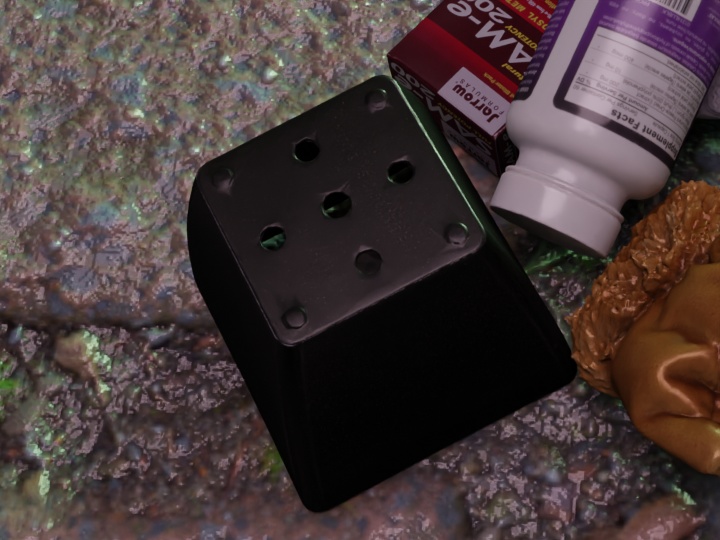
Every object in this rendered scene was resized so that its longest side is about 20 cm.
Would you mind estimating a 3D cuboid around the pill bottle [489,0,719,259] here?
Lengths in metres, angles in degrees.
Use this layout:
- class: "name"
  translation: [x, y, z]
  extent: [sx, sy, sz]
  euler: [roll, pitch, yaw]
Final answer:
- class: "pill bottle"
  translation: [0.160, -0.114, 1.081]
  extent: [0.111, 0.111, 0.201]
  euler: [25, 88, 20]

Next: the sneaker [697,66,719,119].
- class: "sneaker"
  translation: [0.293, -0.128, 1.127]
  extent: [0.200, 0.114, 0.076]
  euler: [1, 80, 48]

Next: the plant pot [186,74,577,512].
- class: "plant pot"
  translation: [0.000, 0.000, 1.060]
  extent: [0.199, 0.178, 0.200]
  euler: [-27, 65, -3]

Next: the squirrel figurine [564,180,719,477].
- class: "squirrel figurine"
  translation: [0.221, 0.006, 1.021]
  extent: [0.200, 0.141, 0.187]
  euler: [32, 106, 49]

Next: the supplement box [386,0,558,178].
- class: "supplement box"
  translation: [0.127, -0.172, 1.182]
  extent: [0.200, 0.061, 0.109]
  euler: [-45, 65, -11]
